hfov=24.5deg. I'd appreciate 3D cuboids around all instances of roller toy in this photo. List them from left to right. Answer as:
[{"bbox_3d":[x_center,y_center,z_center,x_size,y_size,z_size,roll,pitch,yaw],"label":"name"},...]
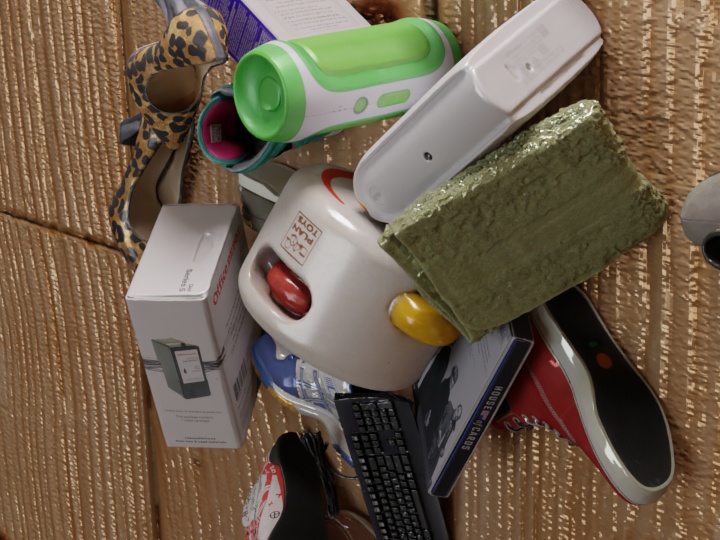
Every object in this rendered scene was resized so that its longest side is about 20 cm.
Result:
[{"bbox_3d":[0.000,0.000,1.412,0.182,0.200,0.140,28,107,-6],"label":"roller toy"}]

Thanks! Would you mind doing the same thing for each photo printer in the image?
[{"bbox_3d":[0.087,-0.124,1.326,0.070,0.166,0.200,49,139,0],"label":"photo printer"}]

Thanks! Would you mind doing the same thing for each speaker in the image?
[{"bbox_3d":[-0.008,-0.162,1.394,0.088,0.199,0.089,20,117,45],"label":"speaker"}]

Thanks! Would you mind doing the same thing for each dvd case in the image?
[{"bbox_3d":[0.093,0.075,1.436,0.151,0.025,0.201,-97,24,-46],"label":"dvd case"}]

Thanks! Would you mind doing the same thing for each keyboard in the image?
[{"bbox_3d":[0.009,0.199,1.561,0.126,0.021,0.201,-2,121,25],"label":"keyboard"}]

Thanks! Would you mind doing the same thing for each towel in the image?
[{"bbox_3d":[0.126,-0.036,1.277,0.199,0.148,0.037,-32,37,13],"label":"towel"}]

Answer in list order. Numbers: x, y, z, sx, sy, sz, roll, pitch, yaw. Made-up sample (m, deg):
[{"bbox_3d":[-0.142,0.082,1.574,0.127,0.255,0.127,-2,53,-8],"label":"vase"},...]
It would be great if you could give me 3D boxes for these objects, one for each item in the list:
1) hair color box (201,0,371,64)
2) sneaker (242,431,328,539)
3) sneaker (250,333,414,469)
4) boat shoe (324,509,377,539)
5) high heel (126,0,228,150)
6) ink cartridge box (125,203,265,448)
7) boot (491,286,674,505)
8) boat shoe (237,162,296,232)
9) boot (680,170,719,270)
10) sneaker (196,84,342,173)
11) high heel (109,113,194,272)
[{"bbox_3d":[-0.079,-0.236,1.525,0.200,0.109,0.065,50,136,28],"label":"hair color box"},{"bbox_3d":[-0.080,0.274,1.681,0.108,0.067,0.202,118,159,-45],"label":"sneaker"},{"bbox_3d":[-0.022,0.108,1.616,0.200,0.075,0.089,37,121,25],"label":"sneaker"},{"bbox_3d":[0.006,0.329,1.643,0.201,0.071,0.076,58,139,23],"label":"boat shoe"},{"bbox_3d":[-0.160,-0.165,1.524,0.143,0.071,0.201,51,150,42],"label":"high heel"},{"bbox_3d":[-0.156,0.054,1.636,0.083,0.146,0.201,0,130,12],"label":"ink cartridge box"},{"bbox_3d":[0.174,0.128,1.383,0.201,0.072,0.145,63,141,26],"label":"boot"},{"bbox_3d":[-0.052,-0.043,1.593,0.201,0.072,0.061,35,128,46],"label":"boat shoe"},{"bbox_3d":[0.277,-0.032,1.153,0.199,0.130,0.068,5,106,49],"label":"boot"},{"bbox_3d":[-0.115,-0.137,1.593,0.199,0.120,0.084,-7,98,51],"label":"sneaker"},{"bbox_3d":[-0.208,-0.078,1.749,0.142,0.071,0.202,-13,84,57],"label":"high heel"}]
